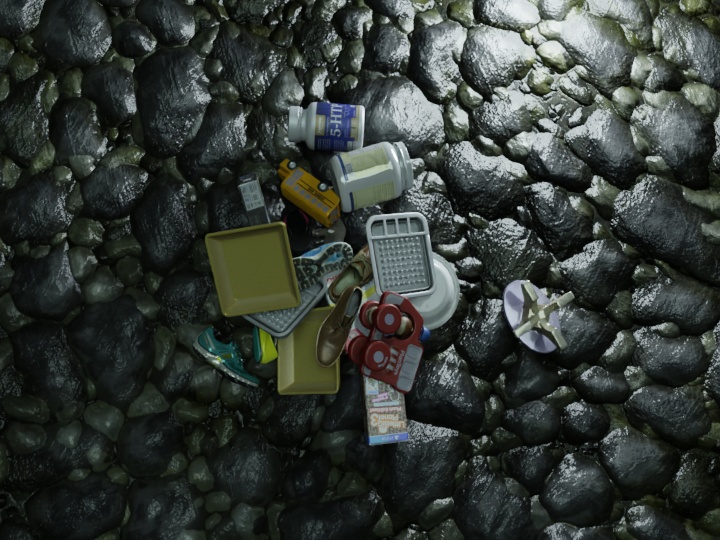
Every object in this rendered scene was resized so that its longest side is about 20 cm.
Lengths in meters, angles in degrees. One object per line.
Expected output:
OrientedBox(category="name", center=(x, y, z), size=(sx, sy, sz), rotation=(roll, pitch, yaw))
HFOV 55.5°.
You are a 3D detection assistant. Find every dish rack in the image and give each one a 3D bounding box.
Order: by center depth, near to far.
OrientedBox(category="dish rack", center=(0.093, -0.032, 1.660), size=(0.167, 0.043, 0.207), rotation=(-6, 81, -24))
OrientedBox(category="dish rack", center=(-0.189, 0.075, 1.677), size=(0.169, 0.044, 0.200), rotation=(26, 56, 26))

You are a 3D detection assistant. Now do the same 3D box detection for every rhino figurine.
OrientedBox(category="rhino figurine", center=(-0.079, -0.087, 1.771), size=(0.084, 0.060, 0.206), rotation=(-4, 67, 7))

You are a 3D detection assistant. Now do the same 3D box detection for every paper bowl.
OrientedBox(category="paper bowl", center=(0.156, 0.052, 1.744), size=(0.194, 0.104, 0.208), rotation=(1, 81, -4))

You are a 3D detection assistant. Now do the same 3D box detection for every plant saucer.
OrientedBox(category="plant saucer", center=(-0.247, -0.006, 1.606), size=(0.193, 0.049, 0.206), rotation=(-8, 106, 8))
OrientedBox(category="plant saucer", center=(-0.120, 0.200, 1.690), size=(0.195, 0.048, 0.207), rotation=(-8, 78, 36))

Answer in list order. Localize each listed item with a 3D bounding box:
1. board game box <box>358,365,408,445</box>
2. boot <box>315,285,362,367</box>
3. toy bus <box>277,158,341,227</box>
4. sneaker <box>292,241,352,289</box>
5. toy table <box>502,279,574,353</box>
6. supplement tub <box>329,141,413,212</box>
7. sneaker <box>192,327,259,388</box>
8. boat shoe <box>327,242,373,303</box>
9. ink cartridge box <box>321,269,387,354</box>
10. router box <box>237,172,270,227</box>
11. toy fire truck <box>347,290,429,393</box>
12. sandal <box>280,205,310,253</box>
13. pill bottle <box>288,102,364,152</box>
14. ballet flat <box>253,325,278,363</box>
OrientedBox(category="board game box", center=(0.053, 0.310, 1.665), size=(0.093, 0.160, 0.207), rotation=(-5, 80, -3))
OrientedBox(category="boot", center=(-0.049, 0.128, 1.586), size=(0.072, 0.075, 0.205), rotation=(25, 83, -9))
OrientedBox(category="toy bus", center=(-0.136, -0.201, 1.761), size=(0.198, 0.066, 0.079), rotation=(35, 70, 17))
OrientedBox(category="sneaker", center=(-0.109, -0.015, 1.680), size=(0.194, 0.090, 0.081), rotation=(-19, 103, 4))
OrientedBox(category="toy table", center=(0.449, 0.115, 1.746), size=(0.184, 0.117, 0.200), rotation=(-43, 86, -9))
OrientedBox(category="supplement tub", center=(0.028, -0.244, 1.763), size=(0.194, 0.145, 0.149), rotation=(-16, 82, -6))
OrientedBox(category="sneaker", center=(-0.326, 0.220, 1.702), size=(0.198, 0.078, 0.080), rotation=(38, 71, 3))
OrientedBox(category="boat shoe", center=(0.000, 0.000, 1.672), size=(0.075, 0.074, 0.201), rotation=(40, 79, 4))
OrientedBox(category="ink cartridge box", center=(-0.010, 0.091, 1.736), size=(0.141, 0.083, 0.205), rotation=(-20, 82, -7))
OrientedBox(category="router box", center=(-0.251, -0.128, 1.687), size=(0.051, 0.157, 0.206), rotation=(-16, 105, -5))
OrientedBox(category="toy fire truck", center=(0.074, 0.161, 1.565), size=(0.164, 0.111, 0.206), rotation=(22, 82, -23))
OrientedBox(category="sandal", center=(-0.160, -0.116, 1.724), size=(0.073, 0.046, 0.202), rotation=(-11, 37, -6))
OrientedBox(category="pill bottle", center=(-0.089, -0.375, 1.792), size=(0.193, 0.120, 0.124), rotation=(3, 80, -3))
OrientedBox(category="ballet flat", center=(-0.246, 0.131, 1.729), size=(0.065, 0.067, 0.206), rotation=(-5, 76, -26))
